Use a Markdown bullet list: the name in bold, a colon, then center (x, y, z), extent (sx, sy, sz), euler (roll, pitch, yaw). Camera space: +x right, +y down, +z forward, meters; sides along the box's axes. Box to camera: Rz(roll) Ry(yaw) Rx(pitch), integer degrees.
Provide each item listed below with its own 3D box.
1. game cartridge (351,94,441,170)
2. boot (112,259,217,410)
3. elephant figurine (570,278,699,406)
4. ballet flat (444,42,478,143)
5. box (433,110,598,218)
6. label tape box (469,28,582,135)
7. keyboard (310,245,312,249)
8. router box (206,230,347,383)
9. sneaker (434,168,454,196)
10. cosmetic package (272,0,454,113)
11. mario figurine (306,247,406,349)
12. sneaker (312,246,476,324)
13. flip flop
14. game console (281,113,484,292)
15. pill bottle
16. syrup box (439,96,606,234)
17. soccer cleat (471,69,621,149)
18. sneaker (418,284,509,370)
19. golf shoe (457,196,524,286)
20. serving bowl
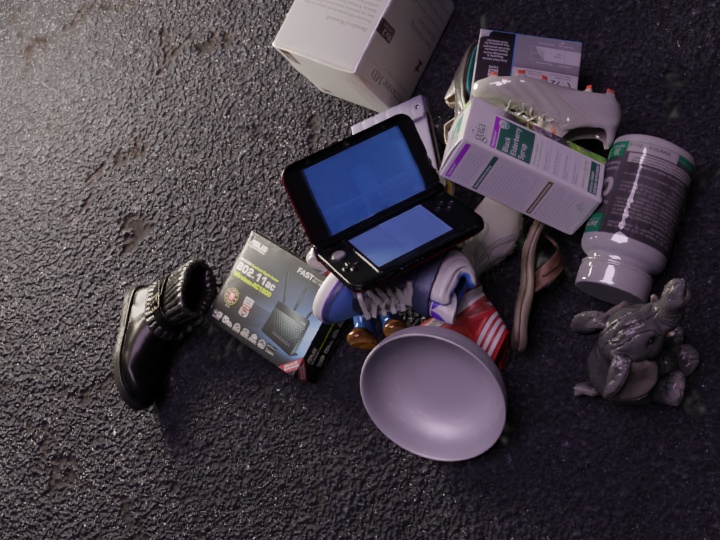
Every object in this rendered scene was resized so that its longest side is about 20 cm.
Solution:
- **game cartridge**: center (0.056, -0.142, 1.799), extent (0.129, 0.038, 0.202), euler (-20, 65, 21)
- **boot**: center (-0.294, 0.096, 1.882), extent (0.157, 0.079, 0.213), euler (-18, 64, 34)
- **elephant figurine**: center (0.324, 0.086, 1.502), extent (0.141, 0.200, 0.156), euler (24, 84, 32)
- **ballet flat**: center (0.146, -0.227, 1.754), extent (0.063, 0.067, 0.202), euler (-12, 66, 33)
- **box**: center (0.216, -0.187, 1.759), extent (0.143, 0.036, 0.200), euler (-49, 56, 4)
- **label tape box**: center (0.217, -0.217, 1.682), extent (0.142, 0.066, 0.202), euler (9, 70, 3)
- **keyboard**: center (0.014, -0.030, 1.818), extent (0.198, 0.021, 0.128), euler (6, 75, 29)
- **router box**: center (-0.114, 0.052, 1.821), extent (0.199, 0.062, 0.151), euler (29, 92, 33)
- **sneaker**: center (0.030, -0.130, 1.737), extent (0.198, 0.090, 0.076), euler (5, 77, 33)
- **cosmetic package**: center (0.007, -0.366, 1.860), extent (0.164, 0.165, 0.201), euler (23, 84, 32)
- **mario figurine**: center (0.000, 0.000, 1.702), extent (0.106, 0.122, 0.202), euler (131, 131, -58)
- **sneaker**: center (0.053, 0.032, 1.598), extent (0.199, 0.081, 0.146), euler (-36, 54, -14)
- **flip flop**: center (0.240, 0.012, 1.654), extent (0.057, 0.081, 0.202), euler (10, 77, 13)
- **game console**: center (0.029, -0.089, 1.579), extent (0.199, 0.120, 0.172), euler (-27, 34, -16)
- **pill bottle**: center (0.350, -0.062, 1.595), extent (0.112, 0.113, 0.202), euler (13, 77, 31)
- **syrup box**: center (0.208, -0.133, 1.595), extent (0.082, 0.199, 0.079), euler (-55, 14, 49)
- **soccer cleat**: center (0.240, -0.208, 1.614), extent (0.198, 0.069, 0.078), euler (9, 77, -1)
- **sneaker**: center (0.117, 0.120, 1.675), extent (0.200, 0.078, 0.116), euler (-44, 77, 33)
- **golf shoe**: center (0.149, -0.033, 1.689), extent (0.078, 0.097, 0.201), euler (34, 97, 36)
- **serving bowl**: center (0.102, 0.151, 1.631), extent (0.198, 0.202, 0.066), euler (-6, 28, 26)
